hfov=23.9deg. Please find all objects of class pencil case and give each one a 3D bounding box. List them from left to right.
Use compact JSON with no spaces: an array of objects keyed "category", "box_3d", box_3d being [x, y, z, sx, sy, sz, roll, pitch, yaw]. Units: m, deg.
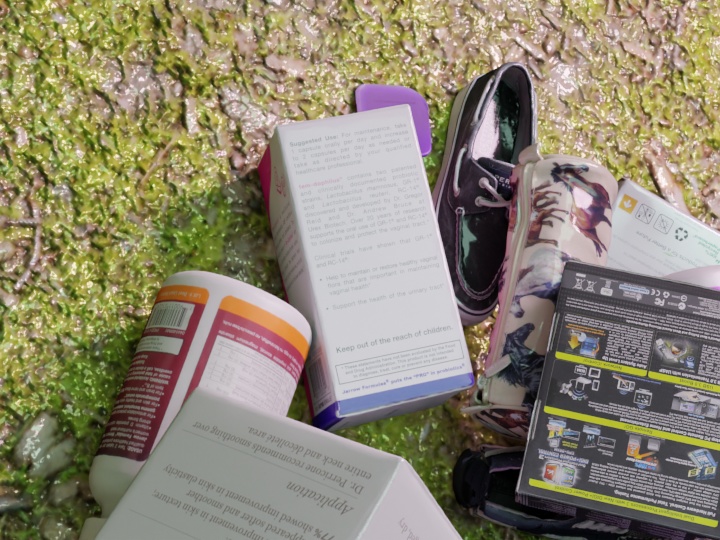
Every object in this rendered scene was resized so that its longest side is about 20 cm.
[{"category":"pencil case","box_3d":[0.128,0.017,1.194,0.089,0.077,0.202,24,71,-43]}]

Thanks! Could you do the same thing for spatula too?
[{"category":"spatula","box_3d":[0.027,-0.044,1.258,0.056,0.021,0.202,1,78,-11]}]

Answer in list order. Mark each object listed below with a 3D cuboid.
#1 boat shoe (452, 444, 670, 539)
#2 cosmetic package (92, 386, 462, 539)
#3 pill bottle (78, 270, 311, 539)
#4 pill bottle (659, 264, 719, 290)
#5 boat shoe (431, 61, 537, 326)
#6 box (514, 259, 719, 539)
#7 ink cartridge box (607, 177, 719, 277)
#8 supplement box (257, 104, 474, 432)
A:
[{"category":"boat shoe","box_3d":[0.166,0.166,1.196,0.198,0.093,0.076,6,87,-3]},{"category":"cosmetic package","box_3d":[-0.055,0.208,0.973,0.201,0.166,0.167,-56,139,-21]},{"category":"pill bottle","box_3d":[-0.111,0.111,1.102,0.109,0.109,0.202,25,71,-16]},{"category":"pill bottle","box_3d":[0.249,0.105,1.171,0.103,0.104,0.202,1,70,-24]},{"category":"boat shoe","box_3d":[0.097,-0.060,1.269,0.071,0.068,0.202,19,69,-19]},{"category":"box","box_3d":[0.212,0.092,1.102,0.198,0.044,0.162,11,75,10]},{"category":"ink cartridge box","box_3d":[0.231,0.066,1.268,0.197,0.043,0.201,30,89,3]},{"category":"supplement box","box_3d":[0.000,0.000,1.180,0.102,0.101,0.202,-12,81,-13]}]
